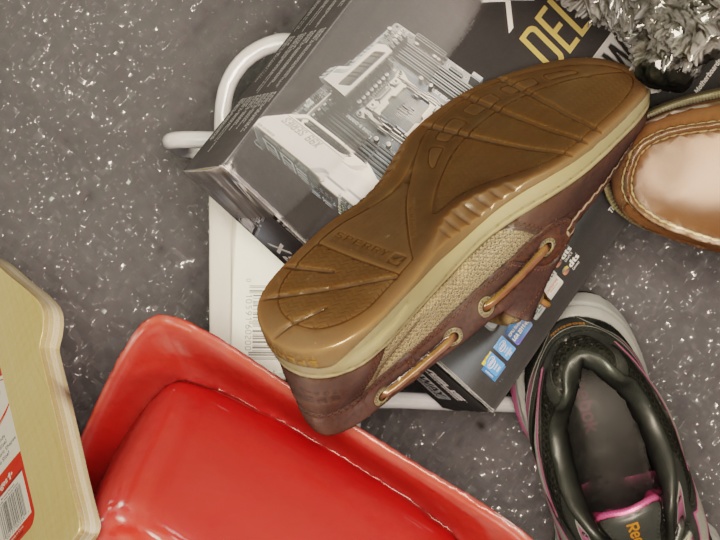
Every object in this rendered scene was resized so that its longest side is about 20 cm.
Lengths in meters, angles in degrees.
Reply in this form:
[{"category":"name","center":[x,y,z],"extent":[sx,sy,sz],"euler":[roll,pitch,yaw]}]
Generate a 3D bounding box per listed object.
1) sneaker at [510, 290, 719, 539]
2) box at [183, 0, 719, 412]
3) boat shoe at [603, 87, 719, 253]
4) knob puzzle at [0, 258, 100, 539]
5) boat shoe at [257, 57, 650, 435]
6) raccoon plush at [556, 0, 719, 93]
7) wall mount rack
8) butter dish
[{"category":"sneaker","center":[0.112,0.112,1.031],"extent":[0.080,0.086,0.200],"euler":[-25,97,3]},{"category":"box","center":[0.047,-0.067,1.026],"extent":[0.158,0.050,0.200],"euler":[43,73,-18]},{"category":"boat shoe","center":[0.200,-0.033,0.997],"extent":[0.199,0.068,0.072],"euler":[4,104,-2]},{"category":"knob puzzle","center":[-0.169,0.081,1.036],"extent":[0.030,0.219,0.220],"euler":[12,85,-35]},{"category":"boat shoe","center":[0.043,-0.009,0.968],"extent":[0.072,0.072,0.200],"euler":[23,54,38]},{"category":"raccoon plush","center":[0.093,-0.147,0.985],"extent":[0.134,0.200,0.097],"euler":[28,106,-2]},{"category":"wall mount rack","center":[0.000,0.000,1.066],"extent":[0.173,0.075,0.201],"euler":[0,87,6]},{"category":"butter dish","center":[-0.058,0.156,0.984],"extent":[0.199,0.148,0.200],"euler":[32,129,5]}]
